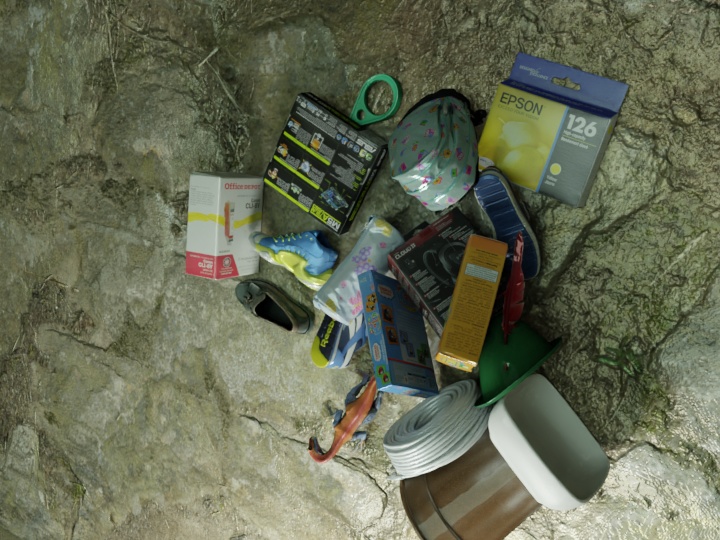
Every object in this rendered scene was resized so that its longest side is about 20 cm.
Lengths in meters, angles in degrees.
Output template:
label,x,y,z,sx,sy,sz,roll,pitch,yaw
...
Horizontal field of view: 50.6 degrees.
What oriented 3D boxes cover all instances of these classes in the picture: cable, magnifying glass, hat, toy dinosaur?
label,x,y,z,sx,sy,sz,roll,pitch,yaw
cable,0.131,0.263,1.289,0.070,0.200,0.199,54,143,-5
magnifying glass,-0.003,-0.284,1.413,0.200,0.022,0.080,-39,76,30
hat,0.206,0.087,1.204,0.177,0.199,0.166,52,155,5
toy dinosaur,-0.029,0.271,1.413,0.104,0.201,0.182,32,66,14

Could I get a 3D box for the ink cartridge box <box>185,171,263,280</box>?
label,x,y,z,sx,sy,sz,roll,pitch,yaw
ink cartridge box,-0.270,-0.093,1.523,0.083,0.145,0.203,9,100,29

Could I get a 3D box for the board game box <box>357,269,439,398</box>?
label,x,y,z,sx,sy,sz,roll,pitch,yaw
board game box,0.066,0.111,1.307,0.036,0.151,0.202,-23,64,30

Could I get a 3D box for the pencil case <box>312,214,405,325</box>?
label,x,y,z,sx,sy,sz,roll,pitch,yaw
pencil case,0.000,0.000,1.362,0.083,0.091,0.201,31,84,45

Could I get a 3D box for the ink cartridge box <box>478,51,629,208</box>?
label,x,y,z,sx,sy,sz,roll,pitch,yaw
ink cartridge box,0.299,-0.228,1.224,0.196,0.047,0.202,26,110,28

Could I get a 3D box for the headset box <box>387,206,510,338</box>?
label,x,y,z,sx,sy,sz,roll,pitch,yaw
headset box,0.149,0.004,1.281,0.148,0.077,0.201,-35,74,-9

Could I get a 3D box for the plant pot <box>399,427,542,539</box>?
label,x,y,z,sx,sy,sz,roll,pitch,yaw
plant pot,0.202,0.364,1.273,0.198,0.200,0.201,-43,74,19

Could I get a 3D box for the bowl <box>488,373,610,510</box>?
label,x,y,z,sx,sy,sz,roll,pitch,yaw
bowl,0.287,0.275,1.195,0.075,0.199,0.200,-46,73,27

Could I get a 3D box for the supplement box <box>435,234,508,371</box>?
label,x,y,z,sx,sy,sz,roll,pitch,yaw
supplement box,0.174,0.051,1.193,0.068,0.067,0.202,14,74,4

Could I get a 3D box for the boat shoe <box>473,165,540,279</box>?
label,x,y,z,sx,sy,sz,roll,pitch,yaw
boat shoe,0.250,-0.082,1.248,0.072,0.073,0.202,-12,115,28

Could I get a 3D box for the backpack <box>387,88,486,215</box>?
label,x,y,z,sx,sy,sz,roll,pitch,yaw
backpack,0.118,-0.190,1.241,0.167,0.126,0.201,-43,31,35

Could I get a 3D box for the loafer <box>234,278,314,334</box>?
label,x,y,z,sx,sy,sz,roll,pitch,yaw
loafer,-0.185,0.071,1.537,0.199,0.063,0.073,25,107,27

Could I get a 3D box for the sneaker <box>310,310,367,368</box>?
label,x,y,z,sx,sy,sz,roll,pitch,yaw
sneaker,-0.021,0.095,1.443,0.074,0.082,0.202,28,91,47

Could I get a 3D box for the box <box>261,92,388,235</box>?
label,x,y,z,sx,sy,sz,roll,pitch,yaw
box,-0.069,-0.201,1.430,0.199,0.047,0.194,35,118,16

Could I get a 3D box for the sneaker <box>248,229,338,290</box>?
label,x,y,z,sx,sy,sz,roll,pitch,yaw
sneaker,-0.124,-0.048,1.492,0.199,0.076,0.106,32,99,17
